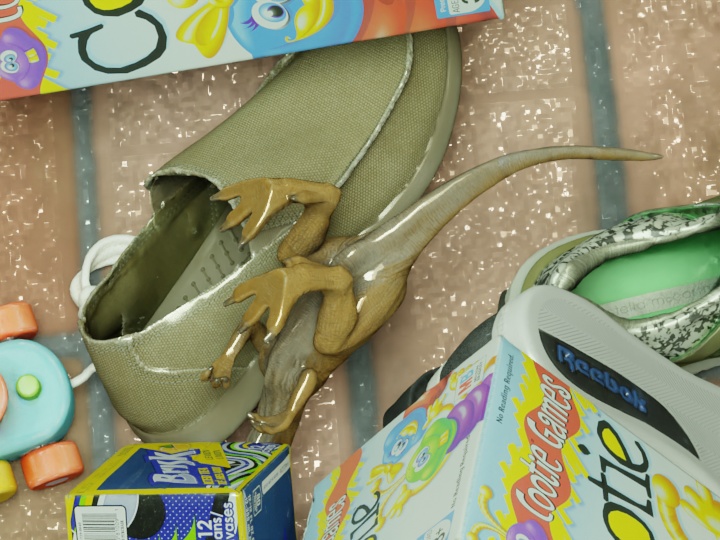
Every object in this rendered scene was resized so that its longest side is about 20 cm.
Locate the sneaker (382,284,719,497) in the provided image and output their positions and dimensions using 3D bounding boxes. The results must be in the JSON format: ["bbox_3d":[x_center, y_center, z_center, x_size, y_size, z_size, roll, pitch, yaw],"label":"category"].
[{"bbox_3d":[0.094,0.089,1.087,0.200,0.112,0.073,37,39,-22],"label":"sneaker"}]

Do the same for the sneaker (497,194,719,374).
[{"bbox_3d":[0.150,-0.003,1.090,0.200,0.089,0.077,-20,79,-4],"label":"sneaker"}]

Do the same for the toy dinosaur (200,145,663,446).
[{"bbox_3d":[0.000,0.000,1.057,0.200,0.106,0.060,-48,53,10],"label":"toy dinosaur"}]

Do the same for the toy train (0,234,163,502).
[{"bbox_3d":[-0.180,0.005,1.103,0.200,0.056,0.150,21,80,4],"label":"toy train"}]

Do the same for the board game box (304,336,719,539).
[{"bbox_3d":[0.084,0.135,0.997,0.200,0.103,0.105,36,37,-17],"label":"board game box"}]

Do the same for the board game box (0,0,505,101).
[{"bbox_3d":[-0.056,-0.141,1.079,0.200,0.105,0.103,-9,119,4],"label":"board game box"}]

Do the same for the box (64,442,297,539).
[{"bbox_3d":[-0.054,0.163,1.026,0.064,0.070,0.200,-1,101,13],"label":"box"}]

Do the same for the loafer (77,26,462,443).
[{"bbox_3d":[-0.033,-0.027,1.092,0.076,0.067,0.200,21,77,42],"label":"loafer"}]
